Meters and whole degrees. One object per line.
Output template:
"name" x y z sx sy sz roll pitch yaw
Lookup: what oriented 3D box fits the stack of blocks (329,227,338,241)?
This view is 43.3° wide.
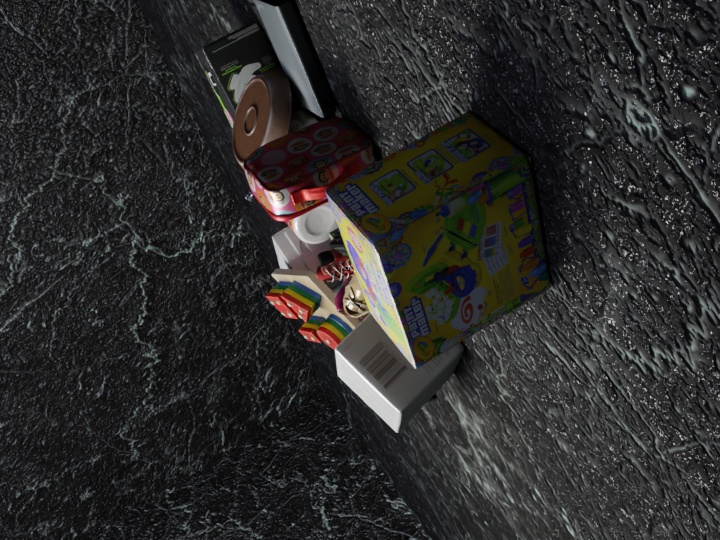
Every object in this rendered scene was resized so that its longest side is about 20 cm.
"stack of blocks" 0.012 0.009 1.876 0.115 0.058 0.201 46 162 52

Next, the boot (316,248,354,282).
"boot" 0.000 0.000 1.681 0.200 0.144 0.073 43 159 54

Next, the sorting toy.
"sorting toy" -0.102 0.091 1.960 0.200 0.070 0.199 48 160 -20

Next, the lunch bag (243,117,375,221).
"lunch bag" -0.075 -0.161 1.453 0.176 0.199 0.082 47 159 53

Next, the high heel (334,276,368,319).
"high heel" 0.032 0.098 1.798 0.200 0.067 0.096 43 -142 -22

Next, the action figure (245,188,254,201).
"action figure" -0.157 -0.197 1.903 0.104 0.200 0.194 24 -151 -22

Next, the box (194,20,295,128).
"box" -0.223 -0.370 1.798 0.201 0.124 0.148 65 169 -15

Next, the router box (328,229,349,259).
"router box" 0.041 -0.025 1.483 0.150 0.062 0.200 35 174 -12

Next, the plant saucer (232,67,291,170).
"plant saucer" -0.184 -0.267 1.629 0.200 0.034 0.201 -21 65 56

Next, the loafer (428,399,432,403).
"loafer" 0.119 0.284 2.112 0.200 0.075 0.070 136 116 -74

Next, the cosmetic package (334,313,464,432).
"cosmetic package" 0.067 0.168 1.663 0.167 0.166 0.200 42 166 13

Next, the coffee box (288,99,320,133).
"coffee box" -0.121 -0.236 1.657 0.080 0.114 0.200 37 -173 -38

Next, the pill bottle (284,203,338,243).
"pill bottle" -0.127 -0.149 1.967 0.200 0.113 0.113 48 164 51

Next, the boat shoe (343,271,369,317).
"boat shoe" 0.007 0.044 1.567 0.071 0.065 0.200 33 168 4

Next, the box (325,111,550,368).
"box" 0.092 -0.033 1.022 0.122 0.192 0.201 49 164 46

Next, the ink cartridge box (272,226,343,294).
"ink cartridge box" -0.101 -0.016 2.104 0.146 0.144 0.200 55 168 22

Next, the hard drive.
"hard drive" -0.111 -0.366 1.527 0.140 0.033 0.201 44 160 58
